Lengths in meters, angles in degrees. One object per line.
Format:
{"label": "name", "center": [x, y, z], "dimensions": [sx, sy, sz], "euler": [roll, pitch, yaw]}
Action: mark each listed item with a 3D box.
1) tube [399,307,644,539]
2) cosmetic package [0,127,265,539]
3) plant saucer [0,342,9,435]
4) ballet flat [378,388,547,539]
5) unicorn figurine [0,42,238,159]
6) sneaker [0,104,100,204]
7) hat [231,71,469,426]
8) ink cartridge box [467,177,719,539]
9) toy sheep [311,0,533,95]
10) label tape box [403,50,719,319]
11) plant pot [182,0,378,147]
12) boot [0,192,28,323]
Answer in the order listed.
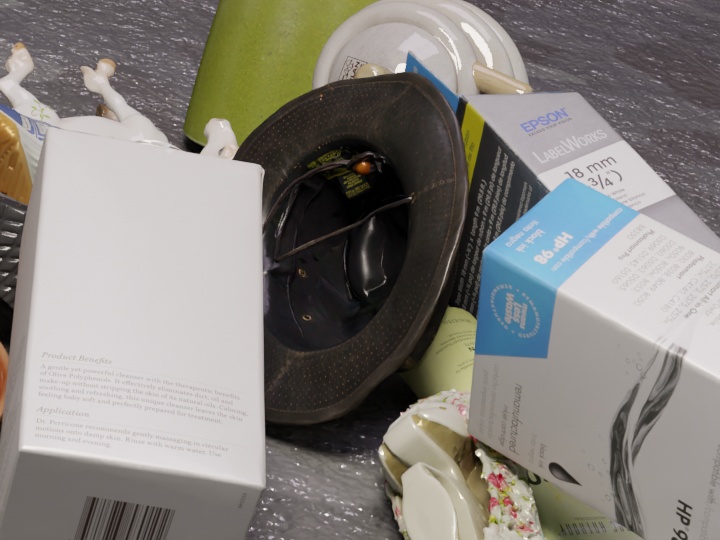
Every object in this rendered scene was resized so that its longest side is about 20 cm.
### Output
{"label": "tube", "center": [0.081, 0.088, 1.094], "dimensions": [0.058, 0.052, 0.200], "euler": [-35, 39, -2]}
{"label": "cosmetic package", "center": [-0.101, 0.037, 0.972], "dimensions": [0.107, 0.085, 0.200], "euler": [11, 42, -12]}
{"label": "plant saucer", "center": [-0.258, 0.048, 0.993], "dimensions": [0.200, 0.032, 0.200], "euler": [12, 22, -5]}
{"label": "ballet flat", "center": [0.042, 0.100, 0.998], "dimensions": [0.064, 0.076, 0.200], "euler": [42, 11, -26]}
{"label": "unicorn figurine", "center": [-0.154, -0.080, 1.318], "dimensions": [0.200, 0.074, 0.137], "euler": [-11, 41, -21]}
{"label": "sneaker", "center": [-0.178, -0.050, 1.231], "dimensions": [0.200, 0.075, 0.088], "euler": [27, 17, 5]}
{"label": "hat", "center": [0.000, 0.000, 1.134], "dimensions": [0.081, 0.201, 0.201], "euler": [36, 5, -42]}
{"label": "ink cartridge box", "center": [0.145, 0.060, 0.931], "dimensions": [0.200, 0.116, 0.067], "euler": [30, 49, 27]}
{"label": "toy sheep", "center": [0.036, -0.096, 1.252], "dimensions": [0.138, 0.138, 0.200], "euler": [22, -2, 16]}
{"label": "label tape box", "center": [0.098, -0.014, 1.145], "dimensions": [0.063, 0.144, 0.200], "euler": [-24, 57, -26]}
{"label": "plant pot", "center": [-0.009, -0.174, 1.398], "dimensions": [0.187, 0.200, 0.187], "euler": [8, 12, -2]}
{"label": "boot", "center": [-0.171, -0.008, 1.125], "dimensions": [0.200, 0.070, 0.132], "euler": [32, -2, -12]}
